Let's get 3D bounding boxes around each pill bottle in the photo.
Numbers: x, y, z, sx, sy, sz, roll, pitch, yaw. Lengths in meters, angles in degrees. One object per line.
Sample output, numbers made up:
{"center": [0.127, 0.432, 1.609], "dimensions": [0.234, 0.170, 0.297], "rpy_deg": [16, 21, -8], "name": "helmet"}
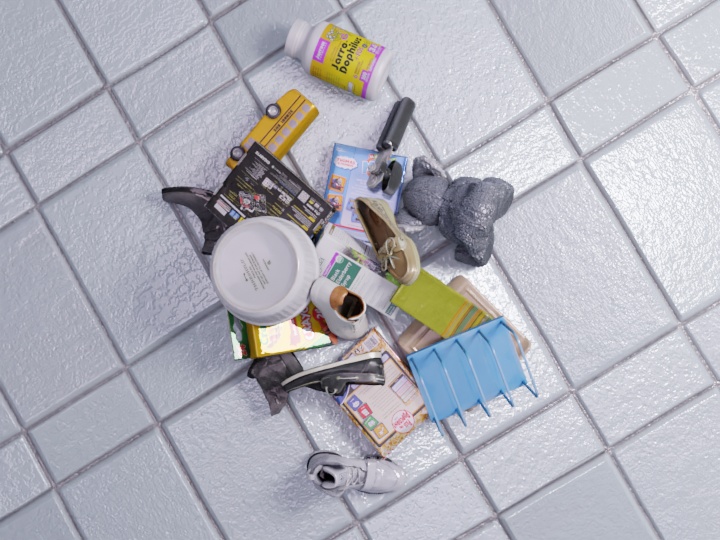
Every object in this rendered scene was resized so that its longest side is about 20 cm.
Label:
{"center": [-0.043, -0.412, 1.506], "dimensions": [0.198, 0.104, 0.105], "rpy_deg": [24, 90, 4], "name": "pill bottle"}

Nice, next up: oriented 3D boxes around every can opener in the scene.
{"center": [0.062, -0.238, 1.500], "dimensions": [0.066, 0.052, 0.202], "rpy_deg": [28, 69, -28], "name": "can opener"}

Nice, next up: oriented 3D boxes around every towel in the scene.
{"center": [0.154, 0.074, 1.457], "dimensions": [0.199, 0.018, 0.087], "rpy_deg": [34, 90, -18], "name": "towel"}

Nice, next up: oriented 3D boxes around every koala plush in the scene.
{"center": [0.165, -0.122, 1.465], "dimensions": [0.198, 0.184, 0.179], "rpy_deg": [23, 93, 17], "name": "koala plush"}

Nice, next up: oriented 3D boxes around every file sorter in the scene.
{"center": [0.204, 0.194, 1.418], "dimensions": [0.198, 0.123, 0.140], "rpy_deg": [-22, 99, 0], "name": "file sorter"}

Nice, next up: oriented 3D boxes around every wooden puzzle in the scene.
{"center": [0.201, 0.141, 1.517], "dimensions": [0.200, 0.037, 0.185], "rpy_deg": [44, 92, 8], "name": "wooden puzzle"}

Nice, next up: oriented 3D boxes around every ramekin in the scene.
{"center": [-0.176, -0.003, 1.392], "dimensions": [0.199, 0.094, 0.206], "rpy_deg": [-1, 85, 5], "name": "ramekin"}

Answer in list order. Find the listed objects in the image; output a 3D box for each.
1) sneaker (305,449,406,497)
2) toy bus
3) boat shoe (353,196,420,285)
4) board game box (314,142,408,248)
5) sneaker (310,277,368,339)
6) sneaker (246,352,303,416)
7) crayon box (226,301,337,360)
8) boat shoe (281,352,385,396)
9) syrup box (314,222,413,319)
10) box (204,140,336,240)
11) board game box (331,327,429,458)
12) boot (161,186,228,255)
{"center": [-0.011, 0.393, 1.481], "dimensions": [0.197, 0.115, 0.076], "rpy_deg": [9, 90, 4], "name": "sneaker"}
{"center": [-0.174, -0.261, 1.531], "dimensions": [0.078, 0.065, 0.201], "rpy_deg": [40, 91, 2], "name": "toy bus"}
{"center": [0.044, -0.055, 1.435], "dimensions": [0.073, 0.062, 0.201], "rpy_deg": [-50, 51, 27], "name": "boat shoe"}
{"center": [0.002, -0.136, 1.531], "dimensions": [0.149, 0.037, 0.203], "rpy_deg": [12, 90, 3], "name": "board game box"}
{"center": [-0.019, 0.085, 1.446], "dimensions": [0.084, 0.200, 0.073], "rpy_deg": [19, 74, 31], "name": "sneaker"}
{"center": [-0.187, 0.173, 1.524], "dimensions": [0.104, 0.060, 0.201], "rpy_deg": [-36, 90, -3], "name": "sneaker"}
{"center": [-0.149, 0.095, 1.481], "dimensions": [0.197, 0.051, 0.129], "rpy_deg": [-8, 84, -24], "name": "crayon box"}
{"center": [-0.051, 0.206, 1.463], "dimensions": [0.197, 0.072, 0.069], "rpy_deg": [-13, 82, 2], "name": "boat shoe"}
{"center": [0.000, 0.000, 1.483], "dimensions": [0.198, 0.082, 0.079], "rpy_deg": [31, 111, -6], "name": "syrup box"}
{"center": [-0.169, -0.119, 1.470], "dimensions": [0.199, 0.049, 0.160], "rpy_deg": [40, 95, 6], "name": "box"}
{"center": [0.036, 0.236, 1.516], "dimensions": [0.151, 0.046, 0.200], "rpy_deg": [-41, 86, 2], "name": "board game box"}
{"center": [-0.304, -0.094, 1.537], "dimensions": [0.197, 0.070, 0.134], "rpy_deg": [8, 94, 8], "name": "boot"}
